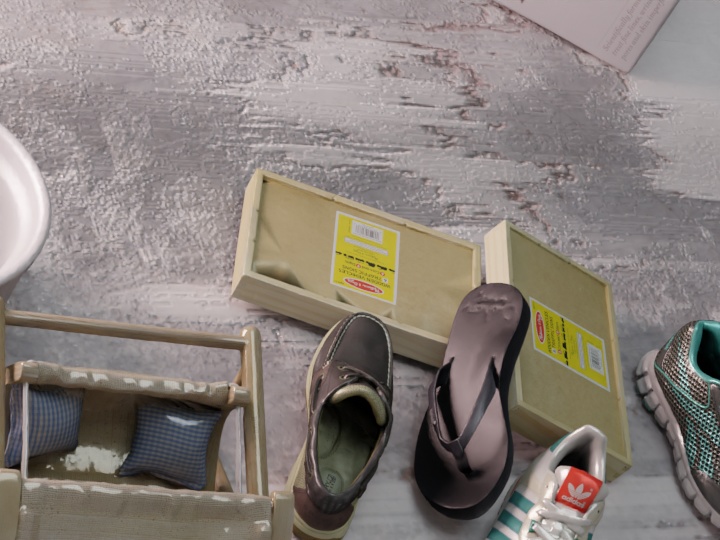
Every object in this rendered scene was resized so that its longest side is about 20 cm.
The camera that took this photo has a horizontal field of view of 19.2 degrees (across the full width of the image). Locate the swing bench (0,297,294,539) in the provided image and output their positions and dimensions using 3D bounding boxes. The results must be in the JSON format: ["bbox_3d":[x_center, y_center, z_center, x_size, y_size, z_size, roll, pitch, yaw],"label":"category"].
[{"bbox_3d":[-0.161,0.141,1.400,0.199,0.130,0.200,7,47,-25],"label":"swing bench"}]

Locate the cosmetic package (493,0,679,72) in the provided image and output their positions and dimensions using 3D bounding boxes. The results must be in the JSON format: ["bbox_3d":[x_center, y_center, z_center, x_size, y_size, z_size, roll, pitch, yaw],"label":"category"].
[{"bbox_3d":[0.246,-0.336,2.068,0.165,0.165,0.200,28,43,-4],"label":"cosmetic package"}]

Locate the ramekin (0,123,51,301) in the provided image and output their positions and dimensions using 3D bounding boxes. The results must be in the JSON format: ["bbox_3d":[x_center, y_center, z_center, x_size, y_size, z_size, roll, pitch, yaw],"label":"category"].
[{"bbox_3d":[-0.326,-0.030,1.495,0.200,0.098,0.201,15,44,-15],"label":"ramekin"}]

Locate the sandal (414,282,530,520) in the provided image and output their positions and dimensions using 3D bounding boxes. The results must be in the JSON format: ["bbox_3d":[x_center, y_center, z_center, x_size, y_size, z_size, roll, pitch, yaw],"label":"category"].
[{"bbox_3d":[0.079,0.094,1.600,0.043,0.076,0.200,52,39,-48],"label":"sandal"}]

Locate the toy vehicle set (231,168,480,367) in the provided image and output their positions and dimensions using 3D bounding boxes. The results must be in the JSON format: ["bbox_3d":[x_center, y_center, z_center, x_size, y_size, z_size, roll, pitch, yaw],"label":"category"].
[{"bbox_3d":[0.000,0.000,1.693,0.200,0.027,0.124,19,43,-12],"label":"toy vehicle set"}]

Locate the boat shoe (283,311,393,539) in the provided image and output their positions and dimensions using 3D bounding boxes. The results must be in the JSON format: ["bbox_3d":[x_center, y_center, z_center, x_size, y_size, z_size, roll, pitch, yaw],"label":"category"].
[{"bbox_3d":[-0.005,0.106,1.557,0.072,0.066,0.201,26,49,-11],"label":"boat shoe"}]

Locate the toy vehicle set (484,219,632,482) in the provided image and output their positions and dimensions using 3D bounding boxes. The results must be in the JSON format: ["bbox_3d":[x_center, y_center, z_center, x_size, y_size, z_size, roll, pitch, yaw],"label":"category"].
[{"bbox_3d":[0.157,0.063,1.706,0.124,0.027,0.200,30,39,-27],"label":"toy vehicle set"}]

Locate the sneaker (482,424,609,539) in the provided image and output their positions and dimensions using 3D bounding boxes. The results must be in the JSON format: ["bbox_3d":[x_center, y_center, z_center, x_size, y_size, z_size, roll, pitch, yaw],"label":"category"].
[{"bbox_3d":[0.133,0.189,1.546,0.070,0.093,0.200,30,41,0],"label":"sneaker"}]

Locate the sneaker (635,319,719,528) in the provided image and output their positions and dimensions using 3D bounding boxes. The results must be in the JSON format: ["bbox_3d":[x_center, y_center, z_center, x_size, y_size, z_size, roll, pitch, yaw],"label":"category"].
[{"bbox_3d":[0.292,0.124,1.702,0.077,0.091,0.200,-6,53,-33],"label":"sneaker"}]
